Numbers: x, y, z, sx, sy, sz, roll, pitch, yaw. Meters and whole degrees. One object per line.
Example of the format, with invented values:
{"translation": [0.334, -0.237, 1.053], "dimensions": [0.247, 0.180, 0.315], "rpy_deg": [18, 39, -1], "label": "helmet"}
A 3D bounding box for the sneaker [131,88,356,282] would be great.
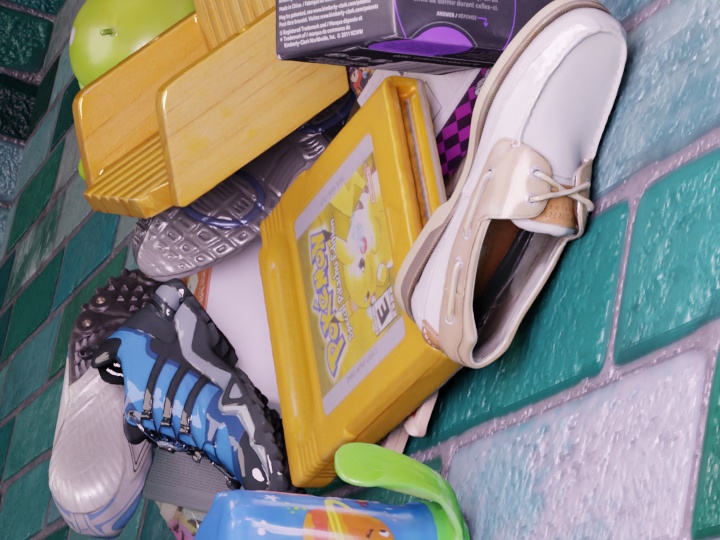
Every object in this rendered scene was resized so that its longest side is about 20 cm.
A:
{"translation": [-0.068, -0.055, 1.640], "dimensions": [0.200, 0.075, 0.087], "rpy_deg": [-39, -15, -17], "label": "sneaker"}

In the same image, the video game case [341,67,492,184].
{"translation": [0.048, -0.181, 1.437], "dimensions": [0.200, 0.036, 0.181], "rpy_deg": [-57, 45, 34], "label": "video game case"}

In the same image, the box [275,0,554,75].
{"translation": [0.030, -0.212, 1.328], "dimensions": [0.106, 0.122, 0.200], "rpy_deg": [-3, 86, 51], "label": "box"}

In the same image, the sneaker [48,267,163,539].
{"translation": [-0.166, 0.087, 1.670], "dimensions": [0.072, 0.072, 0.200], "rpy_deg": [80, -161, -59], "label": "sneaker"}

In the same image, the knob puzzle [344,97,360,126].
{"translation": [0.000, 0.000, 1.540], "dimensions": [0.220, 0.030, 0.220], "rpy_deg": [-170, 90, -73], "label": "knob puzzle"}

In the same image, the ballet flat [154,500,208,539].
{"translation": [-0.127, 0.130, 1.847], "dimensions": [0.069, 0.071, 0.200], "rpy_deg": [130, 151, -56], "label": "ballet flat"}

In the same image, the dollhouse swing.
{"translation": [-0.123, -0.156, 1.530], "dimensions": [0.182, 0.176, 0.200], "rpy_deg": [-36, 16, -15], "label": "dollhouse swing"}

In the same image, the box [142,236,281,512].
{"translation": [-0.093, 0.075, 1.725], "dimensions": [0.200, 0.097, 0.124], "rpy_deg": [129, 151, -55], "label": "box"}

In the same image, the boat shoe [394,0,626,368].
{"translation": [0.088, -0.041, 1.261], "dimensions": [0.068, 0.075, 0.200], "rpy_deg": [52, 126, 47], "label": "boat shoe"}

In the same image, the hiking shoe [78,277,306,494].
{"translation": [-0.101, 0.095, 1.549], "dimensions": [0.087, 0.074, 0.200], "rpy_deg": [-36, 45, -1], "label": "hiking shoe"}

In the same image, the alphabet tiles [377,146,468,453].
{"translation": [0.039, 0.015, 1.469], "dimensions": [0.196, 0.015, 0.200], "rpy_deg": [-118, 46, -72], "label": "alphabet tiles"}

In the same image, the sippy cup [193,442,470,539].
{"translation": [-0.025, 0.177, 1.316], "dimensions": [0.140, 0.130, 0.178], "rpy_deg": [178, 106, -75], "label": "sippy cup"}

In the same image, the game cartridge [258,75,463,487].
{"translation": [-0.004, 0.010, 1.435], "dimensions": [0.200, 0.032, 0.176], "rpy_deg": [-45, 48, 52], "label": "game cartridge"}

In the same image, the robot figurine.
{"translation": [-0.140, -0.135, 1.790], "dimensions": [0.200, 0.116, 0.176], "rpy_deg": [68, -144, -49], "label": "robot figurine"}
